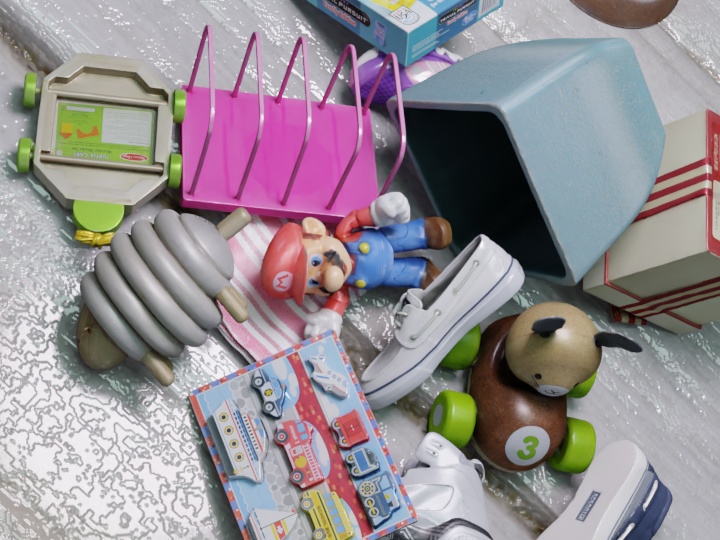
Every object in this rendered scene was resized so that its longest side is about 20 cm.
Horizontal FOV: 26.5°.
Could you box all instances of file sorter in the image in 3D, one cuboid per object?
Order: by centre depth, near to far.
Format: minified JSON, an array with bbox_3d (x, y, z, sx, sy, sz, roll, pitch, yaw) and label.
[{"bbox_3d":[-0.066,-0.144,1.473,0.198,0.126,0.140,5,56,-16],"label":"file sorter"}]

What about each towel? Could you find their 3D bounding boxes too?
[{"bbox_3d":[-0.071,-0.006,1.491,0.147,0.030,0.200,48,59,0],"label":"towel"}]

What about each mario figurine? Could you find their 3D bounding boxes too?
[{"bbox_3d":[0.000,0.000,1.450,0.198,0.106,0.125,-6,75,-29],"label":"mario figurine"}]

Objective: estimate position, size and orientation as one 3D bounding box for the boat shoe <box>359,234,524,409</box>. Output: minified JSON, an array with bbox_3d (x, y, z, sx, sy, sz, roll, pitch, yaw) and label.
[{"bbox_3d":[0.063,0.044,1.459,0.200,0.074,0.067,-43,109,4],"label":"boat shoe"}]

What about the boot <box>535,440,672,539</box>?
[{"bbox_3d":[0.232,0.270,1.487,0.201,0.073,0.090,-51,123,-12],"label":"boot"}]

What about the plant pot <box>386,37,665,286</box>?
[{"bbox_3d":[0.185,-0.130,1.507,0.199,0.196,0.197,-36,114,-23],"label":"plant pot"}]

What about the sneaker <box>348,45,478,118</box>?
[{"bbox_3d":[0.085,-0.180,1.594,0.198,0.081,0.089,6,57,-22],"label":"sneaker"}]

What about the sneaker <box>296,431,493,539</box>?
[{"bbox_3d":[0.030,0.213,1.423,0.198,0.075,0.116,11,55,-11],"label":"sneaker"}]

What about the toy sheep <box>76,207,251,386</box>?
[{"bbox_3d":[-0.175,0.016,1.375,0.200,0.138,0.138,-41,88,-3],"label":"toy sheep"}]

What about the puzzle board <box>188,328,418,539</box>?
[{"bbox_3d":[-0.054,0.165,1.377,0.149,0.017,0.201,-23,64,-5],"label":"puzzle board"}]

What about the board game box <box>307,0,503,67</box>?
[{"bbox_3d":[0.029,-0.309,1.598,0.150,0.047,0.199,-35,57,-30],"label":"board game box"}]

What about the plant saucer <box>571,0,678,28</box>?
[{"bbox_3d":[0.305,-0.383,1.809,0.198,0.034,0.203,8,67,-20],"label":"plant saucer"}]

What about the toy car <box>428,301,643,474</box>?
[{"bbox_3d":[0.179,0.095,1.459,0.163,0.200,0.160,14,64,-17],"label":"toy car"}]

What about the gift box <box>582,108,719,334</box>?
[{"bbox_3d":[0.325,-0.056,1.588,0.199,0.186,0.186,27,59,-32],"label":"gift box"}]

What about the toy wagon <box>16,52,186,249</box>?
[{"bbox_3d":[-0.245,-0.110,1.443,0.153,0.040,0.202,5,67,-11],"label":"toy wagon"}]
